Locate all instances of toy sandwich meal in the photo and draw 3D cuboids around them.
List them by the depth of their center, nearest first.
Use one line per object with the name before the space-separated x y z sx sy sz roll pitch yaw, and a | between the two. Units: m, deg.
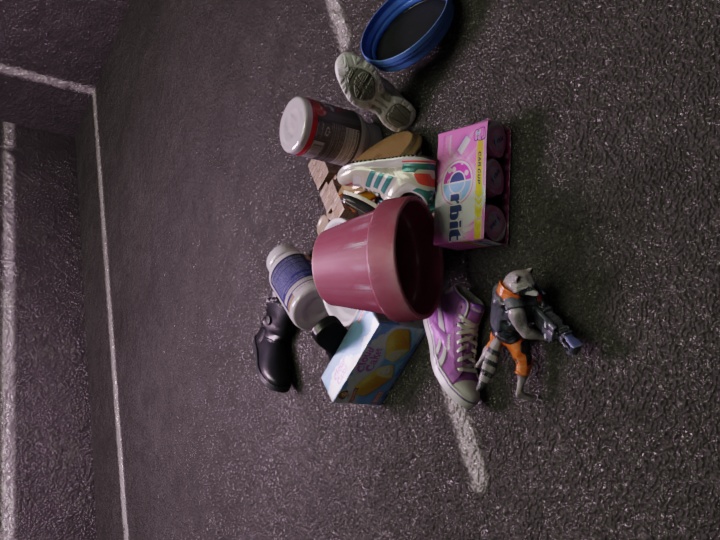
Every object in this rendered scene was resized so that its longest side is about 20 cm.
toy sandwich meal | 0.043 -0.185 1.519 0.202 0.071 0.206 -30 23 14

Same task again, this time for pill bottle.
pill bottle | -0.055 -0.273 1.601 0.110 0.196 0.114 -15 71 52
pill bottle | -0.135 0.029 1.740 0.201 0.109 0.113 51 125 47

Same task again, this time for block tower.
block tower | -0.055 -0.176 1.683 0.058 0.053 0.203 -52 43 35

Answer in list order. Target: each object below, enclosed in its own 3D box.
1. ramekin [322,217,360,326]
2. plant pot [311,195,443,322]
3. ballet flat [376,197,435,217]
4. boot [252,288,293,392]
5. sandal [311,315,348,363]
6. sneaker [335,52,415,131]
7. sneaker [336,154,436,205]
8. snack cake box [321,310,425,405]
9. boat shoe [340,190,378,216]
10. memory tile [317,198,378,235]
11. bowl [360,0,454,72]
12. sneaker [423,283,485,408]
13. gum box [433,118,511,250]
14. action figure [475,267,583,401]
ramekin | 0.000 0.000 1.525 0.199 0.095 0.207 16 108 61
plant pot | 0.023 -0.014 1.325 0.175 0.199 0.206 -5 78 29
ballet flat | 0.100 -0.102 1.466 0.199 0.074 0.065 22 134 60
boot | -0.187 0.153 1.822 0.171 0.075 0.201 -67 30 27
sandal | -0.043 0.132 1.504 0.075 0.202 0.048 -35 56 -6
sneaker | 0.017 -0.347 1.521 0.078 0.199 0.100 -43 37 13
sneaker | 0.043 -0.144 1.381 0.195 0.070 0.096 -3 90 31
snack cake box | 0.024 0.154 1.471 0.202 0.113 0.068 -61 40 29
boat shoe | 0.041 -0.071 1.423 0.068 0.198 0.072 -53 3 0
memory tile | -0.028 -0.118 1.694 0.202 0.016 0.155 -59 40 30
bowl | 0.090 -0.458 1.494 0.197 0.039 0.204 -25 45 27
sneaker | 0.168 0.114 1.303 0.114 0.071 0.204 -47 47 37
gum box | 0.186 -0.143 1.321 0.112 0.065 0.206 -6 78 50
action figure | 0.233 0.094 1.173 0.200 0.102 0.199 -132 42 -61
